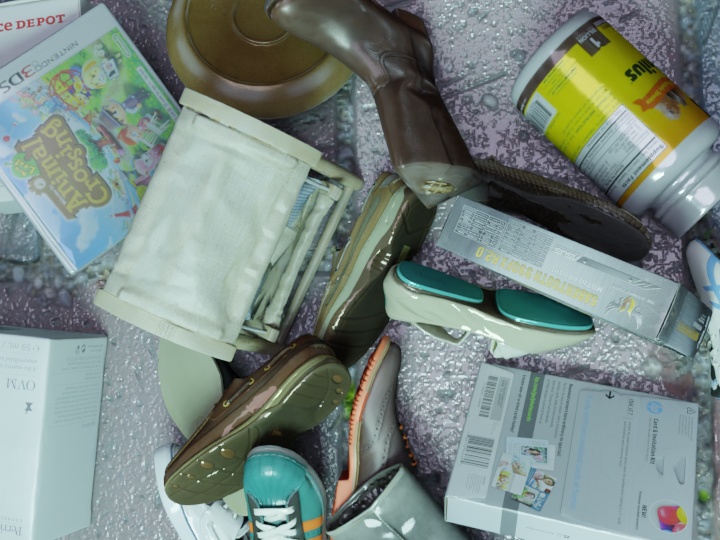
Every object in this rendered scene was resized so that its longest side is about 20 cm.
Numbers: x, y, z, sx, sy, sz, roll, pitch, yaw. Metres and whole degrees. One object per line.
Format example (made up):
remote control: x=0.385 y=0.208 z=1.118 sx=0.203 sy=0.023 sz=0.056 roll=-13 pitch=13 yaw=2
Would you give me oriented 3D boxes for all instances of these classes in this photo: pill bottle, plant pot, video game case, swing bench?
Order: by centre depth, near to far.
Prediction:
pill bottle: x=0.236 y=-0.126 z=0.881 sx=0.109 sy=0.109 sz=0.200 roll=-45 pitch=79 yaw=7
swing bench: x=-0.113 y=-0.033 z=0.912 sx=0.129 sy=0.200 sz=0.200 roll=25 pitch=93 yaw=13
video game case: x=-0.264 y=-0.129 z=0.964 sx=0.182 sy=0.022 sz=0.201 roll=-37 pitch=93 yaw=-12
plant pot: x=-0.093 y=-0.243 z=0.972 sx=0.198 sy=0.028 sz=0.202 roll=0 pitch=71 yaw=1

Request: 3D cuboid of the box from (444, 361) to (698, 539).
box: x=0.186 y=0.165 z=0.865 sx=0.198 sy=0.041 sz=0.156 roll=9 pitch=45 yaw=14

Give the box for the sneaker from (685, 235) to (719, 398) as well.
sneaker: x=0.327 y=0.066 z=0.871 sx=0.072 sy=0.072 sz=0.201 roll=-25 pitch=78 yaw=18

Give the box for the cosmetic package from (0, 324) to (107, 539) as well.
cosmetic package: x=-0.379 y=0.158 z=1.006 sx=0.198 sy=0.123 sz=0.202 roll=4 pitch=89 yaw=14

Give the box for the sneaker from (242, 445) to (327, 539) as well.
sneaker: x=-0.066 y=0.249 z=0.896 sx=0.071 sy=0.080 sz=0.201 roll=-4 pitch=124 yaw=10

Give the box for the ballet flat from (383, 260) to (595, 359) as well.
ballet flat: x=0.115 y=0.045 z=0.924 sx=0.199 sy=0.069 sz=0.070 roll=17 pitch=91 yaw=2

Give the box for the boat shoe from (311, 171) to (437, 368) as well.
boat shoe: x=0.000 y=0.000 z=0.960 sx=0.076 sy=0.072 sz=0.201 roll=33 pitch=96 yaw=38

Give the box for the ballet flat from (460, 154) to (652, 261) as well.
ballet flat: x=0.174 y=-0.063 z=0.908 sx=0.199 sy=0.068 sz=0.046 roll=22 pitch=54 yaw=30

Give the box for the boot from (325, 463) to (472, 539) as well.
boot: x=0.095 y=0.249 z=0.893 sx=0.181 sy=0.073 sz=0.200 roll=-38 pitch=92 yaw=8

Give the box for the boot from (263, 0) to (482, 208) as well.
boot: x=0.014 y=-0.155 z=0.887 sx=0.064 sy=0.185 sz=0.201 roll=-43 pitch=53 yaw=47

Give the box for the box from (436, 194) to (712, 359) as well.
box: x=0.183 y=0.007 z=0.838 sx=0.199 sy=0.158 sz=0.049 roll=25 pitch=93 yaw=29

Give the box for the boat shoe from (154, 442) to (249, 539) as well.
boat shoe: x=-0.135 y=0.254 z=0.975 sx=0.065 sy=0.074 sz=0.201 roll=-26 pitch=92 yaw=6

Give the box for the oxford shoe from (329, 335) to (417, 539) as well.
oxford shoe: x=0.022 y=0.162 z=0.943 sx=0.072 sy=0.071 sz=0.202 roll=11 pitch=98 yaw=4

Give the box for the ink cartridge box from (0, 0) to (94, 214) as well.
ink cartridge box: x=-0.332 y=-0.168 z=1.030 sx=0.146 sy=0.083 sz=0.202 roll=-5 pitch=86 yaw=11

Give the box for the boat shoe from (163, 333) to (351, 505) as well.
boat shoe: x=-0.099 y=0.136 z=0.912 sx=0.200 sy=0.072 sz=0.068 roll=-40 pitch=44 yaw=3

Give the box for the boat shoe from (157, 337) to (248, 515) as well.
boat shoe: x=-0.135 y=0.142 z=0.981 sx=0.074 sy=0.063 sz=0.202 roll=-37 pitch=76 yaw=25
